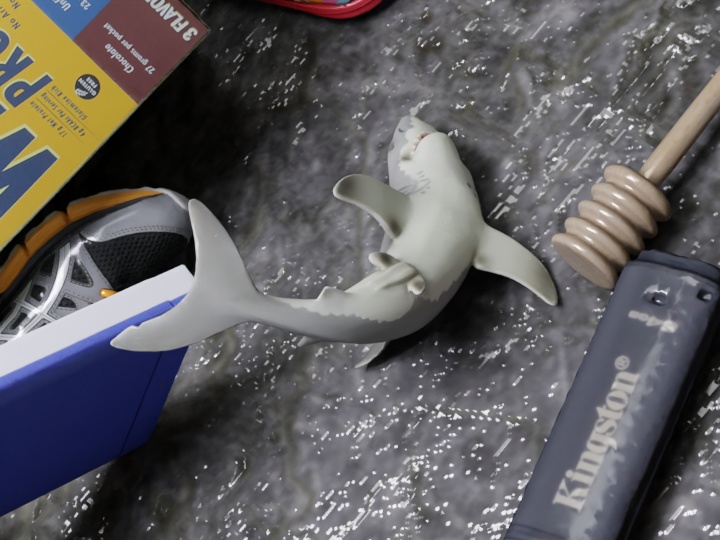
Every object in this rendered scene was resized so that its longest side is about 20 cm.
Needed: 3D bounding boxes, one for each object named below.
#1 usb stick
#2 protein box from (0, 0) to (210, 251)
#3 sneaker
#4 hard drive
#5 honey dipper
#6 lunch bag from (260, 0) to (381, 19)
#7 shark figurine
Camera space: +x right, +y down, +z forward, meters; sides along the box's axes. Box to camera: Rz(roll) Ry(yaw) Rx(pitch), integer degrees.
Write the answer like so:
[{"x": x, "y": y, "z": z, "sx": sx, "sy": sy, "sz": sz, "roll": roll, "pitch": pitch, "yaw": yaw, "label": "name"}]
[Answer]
[{"x": 0.102, "y": 0.083, "z": 0.936, "sx": 0.055, "sy": 0.033, "sz": 0.201, "roll": 13, "pitch": 68, "yaw": 38, "label": "usb stick"}, {"x": -0.201, "y": -0.101, "z": 1.118, "sx": 0.200, "sy": 0.135, "sz": 0.199, "roll": -46, "pitch": 12, "yaw": -1, "label": "protein box"}, {"x": -0.158, "y": 0.034, "z": 1.112, "sx": 0.200, "sy": 0.078, "sz": 0.077, "roll": -39, "pitch": 65, "yaw": 7, "label": "sneaker"}, {"x": -0.168, "y": 0.078, "z": 0.985, "sx": 0.200, "sy": 0.132, "sz": 0.025, "roll": -26, "pitch": 66, "yaw": -35, "label": "hard drive"}, {"x": 0.160, "y": -0.080, "z": 1.003, "sx": 0.038, "sy": 0.038, "sz": 0.200, "roll": 29, "pitch": 77, "yaw": 41, "label": "honey dipper"}, {"x": -0.008, "y": -0.237, "z": 1.177, "sx": 0.176, "sy": 0.082, "sz": 0.200, "roll": 18, "pitch": 71, "yaw": 38, "label": "lunch bag"}, {"x": -0.001, "y": 0.015, "z": 1.002, "sx": 0.128, "sy": 0.214, "sz": 0.090, "roll": 44, "pitch": 131, "yaw": 14, "label": "shark figurine"}]
